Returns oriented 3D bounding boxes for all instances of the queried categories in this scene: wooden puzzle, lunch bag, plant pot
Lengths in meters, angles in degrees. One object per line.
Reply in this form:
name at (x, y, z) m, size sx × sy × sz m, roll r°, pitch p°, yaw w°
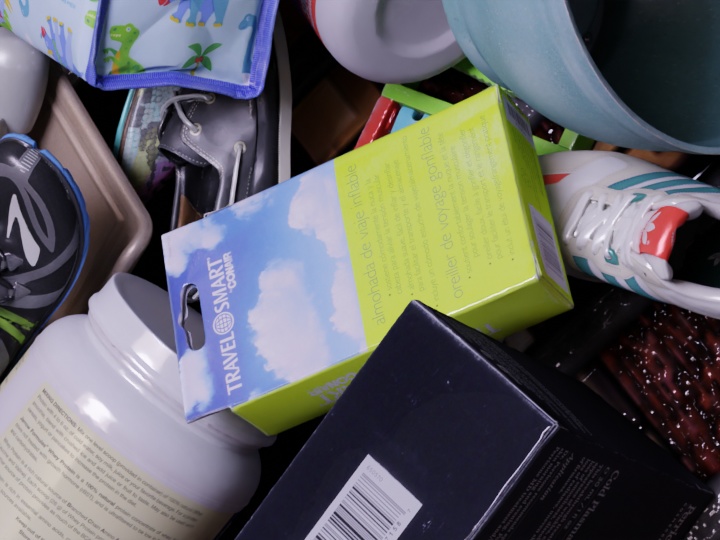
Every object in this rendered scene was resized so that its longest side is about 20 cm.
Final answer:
wooden puzzle at (-0.192, -0.026, 1.424) m, size 0.185 × 0.037 × 0.200 m, roll -56°, pitch 49°, yaw 35°
lunch bag at (-0.111, -0.207, 1.274) m, size 0.170 × 0.127 × 0.200 m, roll 30°, pitch 116°, yaw 54°
plant pot at (0.125, -0.153, 1.213) m, size 0.134 × 0.200 × 0.200 m, roll -3°, pitch 73°, yaw 52°

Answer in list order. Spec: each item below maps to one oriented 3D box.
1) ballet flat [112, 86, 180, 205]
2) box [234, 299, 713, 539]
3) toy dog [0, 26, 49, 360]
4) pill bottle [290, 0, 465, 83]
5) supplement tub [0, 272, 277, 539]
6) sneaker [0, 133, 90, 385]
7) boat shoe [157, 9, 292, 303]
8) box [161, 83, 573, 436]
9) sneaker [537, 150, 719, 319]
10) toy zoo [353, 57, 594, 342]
ballet flat at (-0.095, -0.128, 1.411) m, size 0.071 × 0.069 × 0.200 m, roll 9°, pitch 79°, yaw 8°
box at (0.042, 0.140, 1.166) m, size 0.104 × 0.182 × 0.200 m, roll 41°, pitch 98°, yaw 34°
toy dog at (-0.236, -0.036, 1.372) m, size 0.132 × 0.096 × 0.200 m, roll -5°, pitch 86°, yaw 51°
pill bottle at (-0.007, -0.197, 1.332) m, size 0.112 × 0.112 × 0.200 m, roll -47°, pitch 46°, yaw 11°
supplement tub at (-0.146, 0.116, 1.312) m, size 0.200 × 0.145 × 0.145 m, roll -51°, pitch 56°, yaw 9°
sneaker at (-0.206, 0.020, 1.289) m, size 0.071 × 0.083 × 0.200 m, roll 33°, pitch 114°, yaw 9°
boat shoe at (-0.077, -0.080, 1.342) m, size 0.072 × 0.068 × 0.200 m, roll -179°, pitch 88°, yaw -64°
box at (0.000, 0.000, 1.227) m, size 0.200 × 0.048 × 0.122 m, roll -23°, pitch 55°, yaw 19°
sneaker at (0.145, -0.022, 1.197) m, size 0.200 × 0.093 × 0.070 m, roll 21°, pitch 87°, yaw 28°
toy zoo at (0.041, -0.026, 1.315) m, size 0.131 × 0.020 × 0.200 m, roll 25°, pitch 89°, yaw 35°
